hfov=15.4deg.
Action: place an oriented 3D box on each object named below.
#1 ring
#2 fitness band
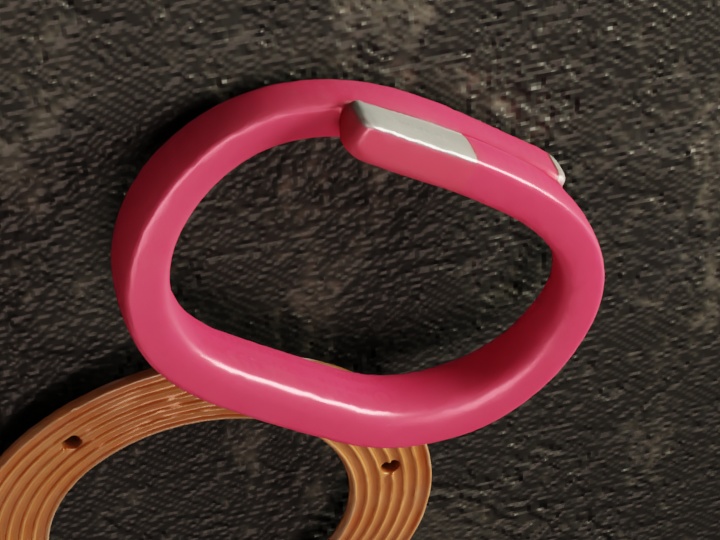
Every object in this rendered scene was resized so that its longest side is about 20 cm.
[{"bbox_3d":[-0.069,0.100,1.129,0.200,0.019,0.200,-11,138,-10],"label":"ring"},{"bbox_3d":[0.000,0.000,1.022,0.200,0.037,0.144,20,121,-33],"label":"fitness band"}]
